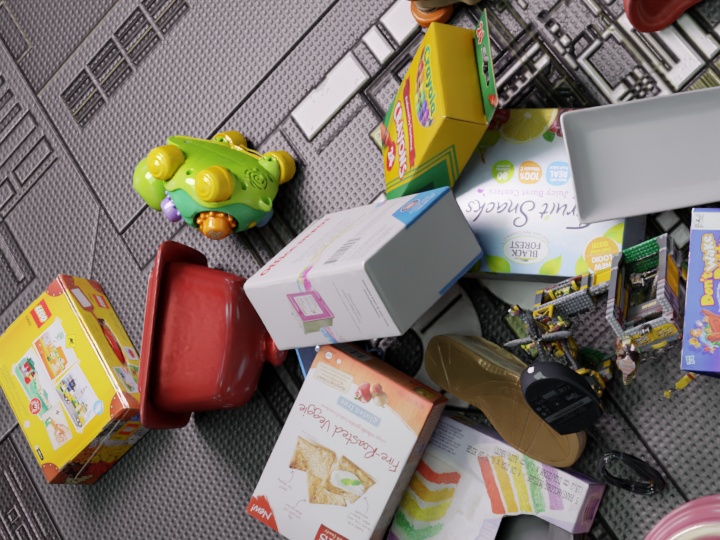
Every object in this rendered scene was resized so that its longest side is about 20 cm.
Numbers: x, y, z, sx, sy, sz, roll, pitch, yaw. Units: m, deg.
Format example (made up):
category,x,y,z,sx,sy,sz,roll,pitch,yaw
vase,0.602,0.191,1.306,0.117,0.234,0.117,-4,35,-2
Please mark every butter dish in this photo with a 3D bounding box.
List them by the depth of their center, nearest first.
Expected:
category,x,y,z,sx,sy,sz,roll,pitch,yaw
butter dish,-0.151,0.077,1.593,0.146,0.199,0.202,5,86,8

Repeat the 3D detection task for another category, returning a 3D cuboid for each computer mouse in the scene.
category,x,y,z,sx,sy,sz,roll,pitch,yaw
computer mouse,0.217,0.144,1.352,0.058,0.200,0.034,-29,31,28

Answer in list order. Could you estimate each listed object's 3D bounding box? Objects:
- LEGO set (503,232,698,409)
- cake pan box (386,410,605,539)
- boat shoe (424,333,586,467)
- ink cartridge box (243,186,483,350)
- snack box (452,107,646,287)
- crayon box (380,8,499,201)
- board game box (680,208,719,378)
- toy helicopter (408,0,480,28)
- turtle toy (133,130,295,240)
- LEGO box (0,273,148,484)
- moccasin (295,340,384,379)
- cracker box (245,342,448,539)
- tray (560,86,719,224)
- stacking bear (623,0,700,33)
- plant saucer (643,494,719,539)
category,x,y,z,sx,sy,sz,roll,pitch,yaw
LEGO set,0.242,0.068,1.341,0.198,0.116,0.155,-15,120,23
cake pan box,0.129,0.261,1.451,0.199,0.052,0.186,24,97,32
boat shoe,0.154,0.119,1.446,0.200,0.069,0.074,38,123,33
ink cartridge box,0.000,0.000,1.449,0.199,0.144,0.085,-8,117,50
snack box,0.185,-0.074,1.457,0.198,0.067,0.171,4,84,33
crayon box,0.076,-0.155,1.464,0.201,0.050,0.128,119,153,-49
board game box,0.338,0.029,1.271,0.044,0.199,0.136,2,83,32
toy helicopter,0.127,-0.347,1.545,0.198,0.079,0.134,-10,69,19
turtle toy,-0.176,-0.096,1.652,0.199,0.145,0.102,24,116,32
LEGO box,-0.342,0.131,1.741,0.149,0.077,0.201,-42,64,19
moccasin,-0.029,0.084,1.550,0.201,0.080,0.068,57,134,24
cracker box,-0.015,0.188,1.475,0.133,0.058,0.201,28,101,18
tray,0.292,-0.110,1.374,0.198,0.022,0.109,-9,84,-2
stacking bear,0.277,-0.357,1.425,0.121,0.113,0.202,-28,65,25
plant saucer,0.332,0.305,1.321,0.199,0.051,0.203,-6,79,31
